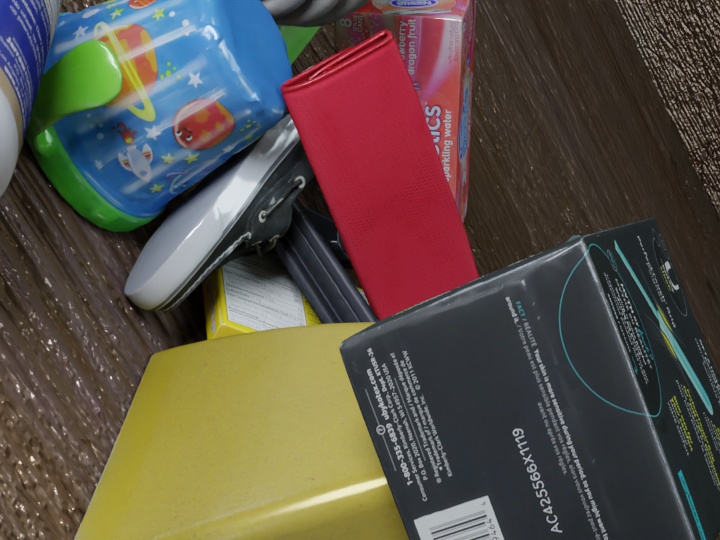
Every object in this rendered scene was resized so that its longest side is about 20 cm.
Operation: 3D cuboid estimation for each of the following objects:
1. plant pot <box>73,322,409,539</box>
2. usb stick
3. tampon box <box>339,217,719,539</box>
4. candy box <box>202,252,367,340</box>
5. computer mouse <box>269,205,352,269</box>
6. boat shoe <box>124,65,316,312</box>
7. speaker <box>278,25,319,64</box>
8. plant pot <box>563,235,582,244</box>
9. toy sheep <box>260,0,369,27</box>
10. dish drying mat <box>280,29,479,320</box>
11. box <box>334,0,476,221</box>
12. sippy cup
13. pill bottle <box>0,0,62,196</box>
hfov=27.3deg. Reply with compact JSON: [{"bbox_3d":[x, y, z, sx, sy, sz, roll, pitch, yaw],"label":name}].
[{"bbox_3d":[-0.012,0.145,0.804,0.201,0.175,0.201,57,24,-24],"label":"plant pot"},{"bbox_3d":[-0.021,0.010,0.929,0.201,0.032,0.056,55,-7,40],"label":"usb stick"},{"bbox_3d":[0.101,0.069,0.734,0.152,0.125,0.200,69,21,4],"label":"tampon box"},{"bbox_3d":[-0.011,0.044,0.966,0.198,0.027,0.103,22,27,-23],"label":"candy box"},{"bbox_3d":[0.000,0.000,1.020,0.034,0.198,0.059,-58,159,-17],"label":"computer mouse"},{"bbox_3d":[-0.065,-0.042,0.905,0.057,0.068,0.201,47,61,-18],"label":"boat shoe"},{"bbox_3d":[-0.058,-0.199,1.052,0.089,0.088,0.201,54,53,-29],"label":"speaker"},{"bbox_3d":[0.150,0.098,1.026,0.200,0.134,0.201,44,23,-24],"label":"plant pot"},{"bbox_3d":[-0.040,-0.220,0.937,0.199,0.137,0.140,-20,87,-49],"label":"toy sheep"},{"bbox_3d":[0.016,-0.048,0.910,0.018,0.076,0.201,48,-15,50],"label":"dish drying mat"},{"bbox_3d":[0.034,-0.119,1.160,0.095,0.101,0.203,-68,162,-61],"label":"box"},{"bbox_3d":[-0.114,-0.110,0.873,0.140,0.129,0.179,54,24,-30],"label":"sippy cup"},{"bbox_3d":[-0.202,-0.121,0.698,0.116,0.115,0.202,50,26,-36],"label":"pill bottle"}]
